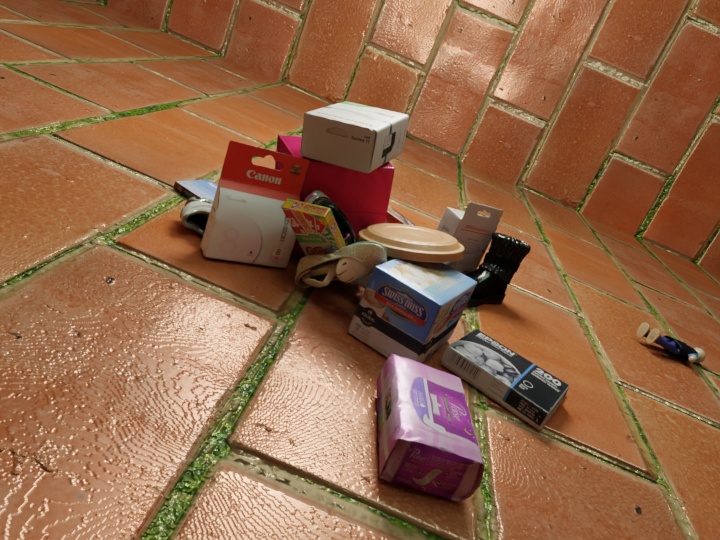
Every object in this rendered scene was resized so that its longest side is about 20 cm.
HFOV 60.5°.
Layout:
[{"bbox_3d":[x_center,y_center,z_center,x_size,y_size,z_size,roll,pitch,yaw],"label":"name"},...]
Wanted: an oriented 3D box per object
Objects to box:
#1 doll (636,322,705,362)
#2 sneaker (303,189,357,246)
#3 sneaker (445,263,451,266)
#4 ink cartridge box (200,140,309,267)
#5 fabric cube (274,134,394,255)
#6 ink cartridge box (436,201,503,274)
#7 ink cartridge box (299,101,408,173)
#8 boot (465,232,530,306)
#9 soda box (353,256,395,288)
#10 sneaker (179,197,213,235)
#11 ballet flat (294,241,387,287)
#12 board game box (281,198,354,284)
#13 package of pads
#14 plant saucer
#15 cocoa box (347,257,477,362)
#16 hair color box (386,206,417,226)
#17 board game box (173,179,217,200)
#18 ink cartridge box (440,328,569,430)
[{"bbox_3d":[0.821,0.200,1.607,0.199,0.049,0.136,23,11,-20],"label":"doll"},{"bbox_3d":[-0.041,-0.052,1.158,0.200,0.080,0.086,55,-11,-32],"label":"sneaker"},{"bbox_3d":[0.110,-0.029,1.344,0.199,0.081,0.074,32,-9,12],"label":"sneaker"},{"bbox_3d":[-0.180,-0.110,1.094,0.162,0.201,0.057,8,25,-33],"label":"ink cartridge box"},{"bbox_3d":[-0.067,-0.154,1.270,0.198,0.201,0.196,0,27,-20],"label":"fabric cube"},{"bbox_3d":[0.235,-0.072,1.436,0.116,0.201,0.068,9,25,-33],"label":"ink cartridge box"},{"bbox_3d":[-0.009,-0.259,1.175,0.146,0.084,0.200,17,26,16],"label":"ink cartridge box"},{"bbox_3d":[0.287,-0.008,1.395,0.210,0.159,0.079,-1,31,-47],"label":"boot"},{"bbox_3d":[0.061,-0.002,1.196,0.063,0.068,0.200,31,15,19],"label":"soda box"},{"bbox_3d":[-0.237,-0.078,1.147,0.199,0.075,0.089,10,22,-7],"label":"sneaker"},{"bbox_3d":[-0.036,0.000,1.066,0.067,0.199,0.063,46,51,-31],"label":"ballet flat"},{"bbox_3d":[-0.067,-0.044,1.117,0.095,0.200,0.030,16,60,30],"label":"board game box"},{"bbox_3d":[0.085,0.199,0.811,0.120,0.076,0.200,19,22,-8],"label":"package of pads"},{"bbox_3d":[0.094,-0.056,1.143,0.199,0.033,0.200,6,15,-2],"label":"plant saucer"},{"bbox_3d":[0.095,0.061,1.071,0.133,0.132,0.200,31,22,19],"label":"cocoa box"},{"bbox_3d":[0.073,-0.108,1.473,0.199,0.061,0.102,32,15,-29],"label":"hair color box"},{"bbox_3d":[-0.289,-0.139,1.303,0.199,0.020,0.103,32,24,22],"label":"board game box"},{"bbox_3d":[0.266,0.178,1.095,0.198,0.044,0.200,32,22,23],"label":"ink cartridge box"}]
